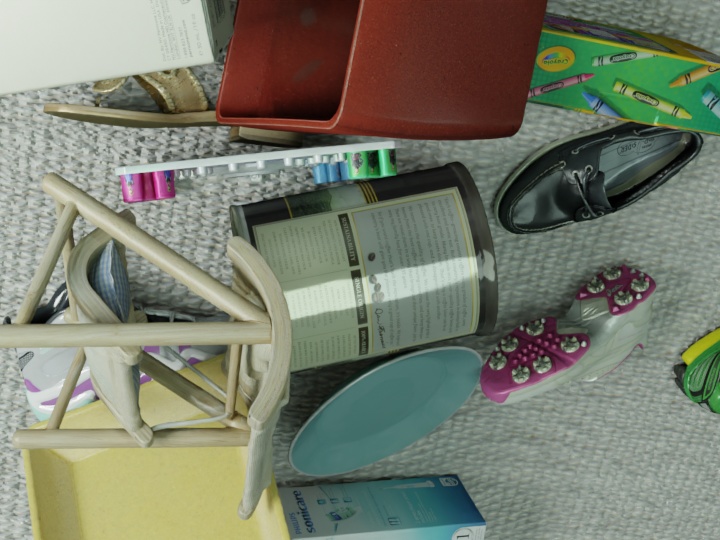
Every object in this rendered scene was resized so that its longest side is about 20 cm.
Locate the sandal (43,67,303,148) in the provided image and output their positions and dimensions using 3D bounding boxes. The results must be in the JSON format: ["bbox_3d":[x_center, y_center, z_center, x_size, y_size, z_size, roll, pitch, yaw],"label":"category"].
[{"bbox_3d":[-0.143,-0.145,0.879,0.208,0.077,0.071,5,92,-22],"label":"sandal"}]

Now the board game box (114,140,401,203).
[{"bbox_3d":[-0.083,-0.073,0.841,0.196,0.200,0.026,-6,95,-10],"label":"board game box"}]

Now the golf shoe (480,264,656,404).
[{"bbox_3d":[0.200,0.079,1.030,0.198,0.075,0.093,-30,129,-16],"label":"golf shoe"}]

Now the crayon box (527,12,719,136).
[{"bbox_3d":[0.202,-0.168,0.914,0.196,0.119,0.059,7,111,-16],"label":"crayon box"}]

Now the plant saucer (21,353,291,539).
[{"bbox_3d":[-0.159,0.190,0.879,0.197,0.202,0.049,-19,148,0],"label":"plant saucer"}]

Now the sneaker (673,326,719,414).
[{"bbox_3d":[0.410,0.073,1.085,0.200,0.085,0.078,-42,115,5],"label":"sneaker"}]

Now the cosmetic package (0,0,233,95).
[{"bbox_3d":[-0.198,-0.181,0.798,0.196,0.104,0.074,-7,113,4],"label":"cosmetic package"}]

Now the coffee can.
[{"bbox_3d":[0.000,0.000,0.921,0.196,0.147,0.149,-11,115,-9],"label":"coffee can"}]

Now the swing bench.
[{"bbox_3d":[-0.141,0.062,0.777,0.197,0.131,0.200,16,149,-1],"label":"swing bench"}]

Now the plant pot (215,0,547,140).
[{"bbox_3d":[0.027,-0.185,0.813,0.174,0.199,0.204,12,92,-31],"label":"plant pot"}]

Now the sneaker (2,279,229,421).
[{"bbox_3d":[-0.202,0.041,0.929,0.197,0.078,0.142,-19,116,-6],"label":"sneaker"}]

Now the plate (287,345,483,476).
[{"bbox_3d":[0.020,0.122,1.002,0.197,0.026,0.201,-23,150,-14],"label":"plate"}]

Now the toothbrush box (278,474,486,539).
[{"bbox_3d":[0.010,0.289,1.075,0.196,0.085,0.149,0,112,-17],"label":"toothbrush box"}]

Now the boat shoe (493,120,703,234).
[{"bbox_3d":[0.215,-0.082,0.983,0.196,0.066,0.075,-22,116,-4],"label":"boat shoe"}]
